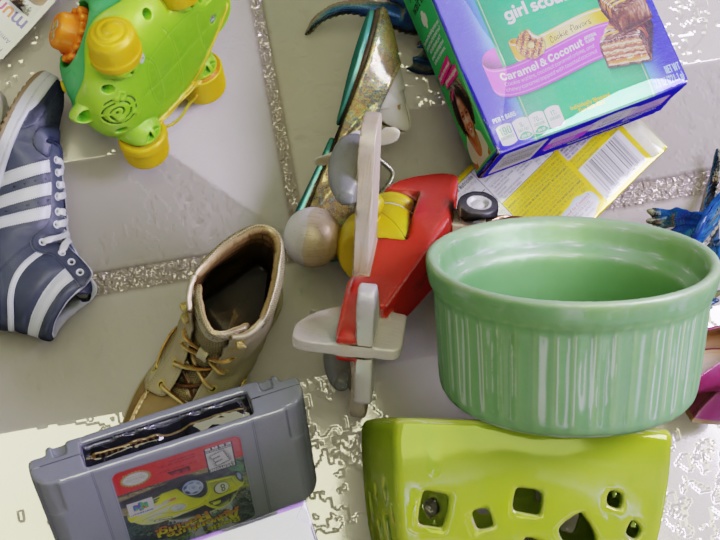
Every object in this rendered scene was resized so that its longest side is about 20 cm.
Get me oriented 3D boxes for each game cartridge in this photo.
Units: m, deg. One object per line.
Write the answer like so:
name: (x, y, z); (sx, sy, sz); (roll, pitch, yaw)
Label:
game cartridge: (-0.130, 0.152, 1.280); (0.198, 0.134, 0.041); (-17, 53, -8)

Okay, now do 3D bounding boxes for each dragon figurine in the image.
dragon figurine: (0.062, -0.195, 1.418); (0.198, 0.059, 0.100); (-17, 79, -11)
dragon figurine: (0.262, -0.022, 1.358); (0.200, 0.099, 0.059); (-43, 108, -33)

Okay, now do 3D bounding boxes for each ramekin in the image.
ramekin: (0.142, 0.037, 1.203); (0.198, 0.200, 0.099); (-2, 108, -7)

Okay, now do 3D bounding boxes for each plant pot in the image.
plant pot: (0.102, 0.200, 1.264); (0.197, 0.200, 0.184); (2, 85, -6)

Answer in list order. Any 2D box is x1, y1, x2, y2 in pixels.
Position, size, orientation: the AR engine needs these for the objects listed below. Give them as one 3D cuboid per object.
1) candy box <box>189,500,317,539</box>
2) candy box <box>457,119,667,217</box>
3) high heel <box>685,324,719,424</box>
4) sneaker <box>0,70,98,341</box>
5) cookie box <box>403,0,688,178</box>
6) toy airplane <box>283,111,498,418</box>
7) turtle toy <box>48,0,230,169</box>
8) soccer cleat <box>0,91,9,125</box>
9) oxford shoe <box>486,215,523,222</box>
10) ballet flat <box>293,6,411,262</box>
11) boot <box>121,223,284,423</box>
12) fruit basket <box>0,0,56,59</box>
candy box: (-0.113, 0.226, 1.228); (0.166, 0.200, 0.072); (-18, 81, -10)
candy box: (0.143, -0.067, 1.414); (0.200, 0.026, 0.102); (-43, 85, -13)
high heel: (0.225, 0.065, 1.312); (0.198, 0.096, 0.068); (11, 31, -31)
sneaker: (-0.236, -0.044, 1.345); (0.107, 0.070, 0.202); (19, 80, 1)
cookie box: (0.132, -0.197, 1.362); (0.170, 0.075, 0.202); (-21, 81, -15)
toy airplane: (0.000, 0.000, 1.285); (0.140, 0.199, 0.202); (20, 86, 22)
turtle toy: (-0.165, -0.186, 1.361); (0.100, 0.146, 0.200); (25, 60, 23)
soccer cleat: (-0.324, -0.054, 1.334); (0.069, 0.078, 0.202); (23, 76, 0)
oxford shoe: (0.168, 0.037, 1.359); (0.200, 0.071, 0.071); (43, 76, -13)
ballet flat: (0.003, -0.102, 1.378); (0.070, 0.071, 0.202); (20, 89, -1)
boot: (-0.116, 0.066, 1.288); (0.072, 0.156, 0.201); (33, 75, 2)
fruit basket: (-0.284, -0.299, 1.389); (0.185, 0.094, 0.200); (42, 79, 4)
